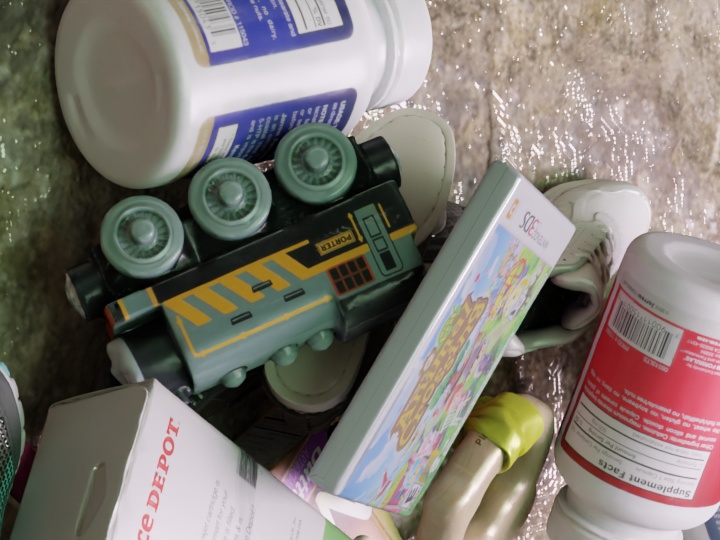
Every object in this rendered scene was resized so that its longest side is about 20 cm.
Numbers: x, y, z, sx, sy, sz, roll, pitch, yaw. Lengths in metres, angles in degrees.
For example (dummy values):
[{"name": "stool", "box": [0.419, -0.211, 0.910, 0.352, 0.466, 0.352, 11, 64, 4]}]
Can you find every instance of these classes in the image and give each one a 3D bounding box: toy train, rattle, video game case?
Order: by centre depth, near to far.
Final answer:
[{"name": "toy train", "box": [-0.058, -0.001, 1.624, 0.199, 0.085, 0.114, -23, 77, -12]}, {"name": "video game case", "box": [0.050, 0.043, 1.670, 0.201, 0.022, 0.182, -59, 164, 0]}, {"name": "rattle", "box": [0.045, 0.132, 1.866, 0.200, 0.142, 0.131, 74, 33, -67]}]

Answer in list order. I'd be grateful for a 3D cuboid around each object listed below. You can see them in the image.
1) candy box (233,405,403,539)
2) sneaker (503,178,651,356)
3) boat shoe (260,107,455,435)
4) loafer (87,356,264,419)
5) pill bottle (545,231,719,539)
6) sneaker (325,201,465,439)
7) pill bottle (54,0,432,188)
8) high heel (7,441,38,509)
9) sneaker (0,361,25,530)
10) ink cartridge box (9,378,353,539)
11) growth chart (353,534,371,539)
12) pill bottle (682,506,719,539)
[{"name": "candy box", "box": [-0.070, 0.178, 1.746, 0.200, 0.056, 0.117, -40, 120, -31]}, {"name": "sneaker", "box": [0.129, 0.007, 1.875, 0.200, 0.099, 0.078, -37, 118, -33]}, {"name": "boat shoe", "box": [0.000, 0.000, 1.699, 0.060, 0.071, 0.201, 88, 23, -64]}, {"name": "loafer", "box": [-0.095, 0.050, 1.711, 0.200, 0.071, 0.073, -28, 80, -46]}, {"name": "pill bottle", "box": [0.186, 0.087, 1.844, 0.112, 0.112, 0.201, 0, 117, -42]}, {"name": "sneaker", "box": [0.017, 0.028, 1.763, 0.200, 0.087, 0.074, -58, 170, -34]}, {"name": "pill bottle", "box": [-0.061, -0.121, 1.675, 0.199, 0.119, 0.120, -14, 104, -40]}, {"name": "high heel", "box": [-0.182, 0.080, 1.620, 0.199, 0.067, 0.097, 23, 90, -38]}, {"name": "sneaker", "box": [-0.212, 0.135, 1.542, 0.077, 0.091, 0.201, 1, 119, -11]}, {"name": "ink cartridge box", "box": [-0.096, 0.172, 1.603, 0.200, 0.084, 0.147, 42, 49, -37]}, {"name": "growth chart", "box": [-0.011, 0.238, 1.780, 0.145, 0.018, 0.200, -55, 151, -10]}, {"name": "pill bottle", "box": [0.235, 0.108, 1.969, 0.119, 0.119, 0.201, -39, 120, -32]}]
